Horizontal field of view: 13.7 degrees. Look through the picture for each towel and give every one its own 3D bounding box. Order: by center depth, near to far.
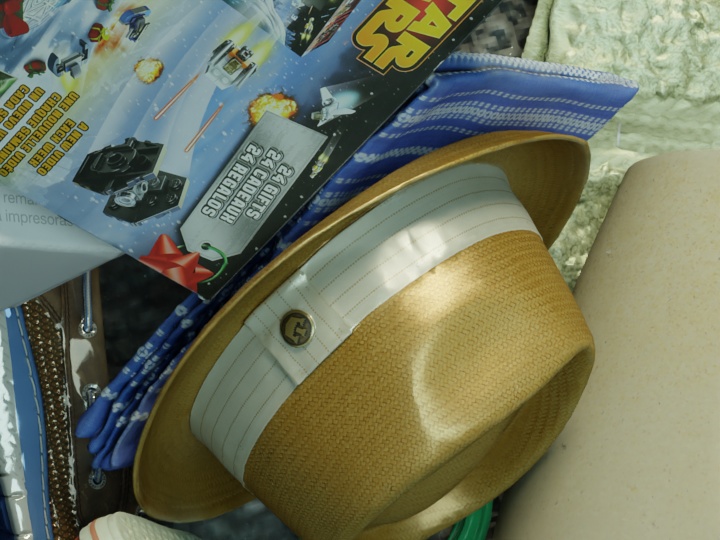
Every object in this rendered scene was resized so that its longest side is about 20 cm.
[{"bbox_3d":[0.000,0.000,1.061,0.200,0.145,0.024,-47,66,25],"label":"towel"},{"bbox_3d":[0.152,-0.044,1.176,0.199,0.036,0.149,8,94,-15],"label":"towel"}]

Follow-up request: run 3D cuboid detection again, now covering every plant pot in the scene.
[{"bbox_3d":[0.136,0.064,1.092,0.187,0.187,0.201,8,78,-15],"label":"plant pot"}]

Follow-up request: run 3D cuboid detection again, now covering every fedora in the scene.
[{"bbox_3d":[0.017,0.040,1.030,0.200,0.201,0.082,-36,70,-9],"label":"fedora"}]

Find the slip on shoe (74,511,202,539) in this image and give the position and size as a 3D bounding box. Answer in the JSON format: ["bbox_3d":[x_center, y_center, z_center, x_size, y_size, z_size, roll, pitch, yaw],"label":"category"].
[{"bbox_3d":[-0.069,0.135,1.069,0.061,0.200,0.074,-38,69,4],"label":"slip on shoe"}]

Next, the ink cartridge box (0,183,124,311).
[{"bbox_3d":[-0.168,-0.095,1.013,0.145,0.084,0.201,3,73,-39],"label":"ink cartridge box"}]

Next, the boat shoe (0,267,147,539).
[{"bbox_3d":[-0.106,0.069,1.103,0.072,0.072,0.201,-14,102,-20],"label":"boat shoe"}]

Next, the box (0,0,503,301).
[{"bbox_3d":[-0.040,-0.093,0.936,0.137,0.040,0.200,31,118,-28],"label":"box"}]

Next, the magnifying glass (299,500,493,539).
[{"bbox_3d":[0.005,0.145,1.158,0.079,0.022,0.201,6,94,-29],"label":"magnifying glass"}]
